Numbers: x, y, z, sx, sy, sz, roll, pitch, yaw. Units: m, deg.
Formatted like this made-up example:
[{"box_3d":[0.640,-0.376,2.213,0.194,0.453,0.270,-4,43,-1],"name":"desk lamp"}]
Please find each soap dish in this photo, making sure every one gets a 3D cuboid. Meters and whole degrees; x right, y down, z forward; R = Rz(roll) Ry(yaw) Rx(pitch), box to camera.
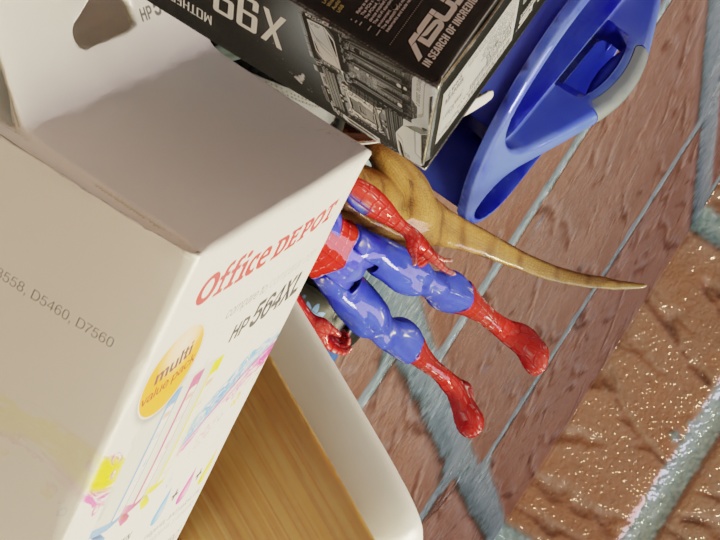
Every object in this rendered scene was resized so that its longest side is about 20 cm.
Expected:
[{"box_3d":[-0.063,0.060,1.040,0.081,0.201,0.158,-22,156,-20],"name":"soap dish"}]

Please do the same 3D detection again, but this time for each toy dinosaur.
[{"box_3d":[0.018,-0.027,1.316,0.199,0.106,0.061,21,111,-38],"name":"toy dinosaur"}]

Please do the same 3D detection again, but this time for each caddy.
[{"box_3d":[0.084,-0.112,1.424,0.200,0.105,0.142,-50,168,-38],"name":"caddy"}]

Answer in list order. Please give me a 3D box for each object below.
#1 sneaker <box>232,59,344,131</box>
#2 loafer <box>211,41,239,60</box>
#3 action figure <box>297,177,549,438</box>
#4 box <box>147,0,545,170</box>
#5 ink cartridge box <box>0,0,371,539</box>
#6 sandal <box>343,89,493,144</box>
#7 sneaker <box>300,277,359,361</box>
[{"box_3d":[-0.025,-0.100,1.052,0.200,0.078,0.077,-67,-179,-62],"name":"sneaker"},{"box_3d":[0.000,-0.132,0.914,0.200,0.072,0.063,-34,142,29],"name":"loafer"},{"box_3d":[0.000,0.000,1.250,0.065,0.200,0.052,-42,-145,15],"name":"action figure"},{"box_3d":[0.007,-0.151,0.828,0.200,0.157,0.050,-55,169,-21],"name":"box"},{"box_3d":[-0.099,0.008,0.872,0.201,0.125,0.129,-63,168,25],"name":"ink cartridge box"},{"box_3d":[0.026,-0.089,1.265,0.207,0.079,0.060,-44,136,-59],"name":"sandal"},{"box_3d":[-0.055,0.035,1.285,0.112,0.077,0.200,-60,168,10],"name":"sneaker"}]
